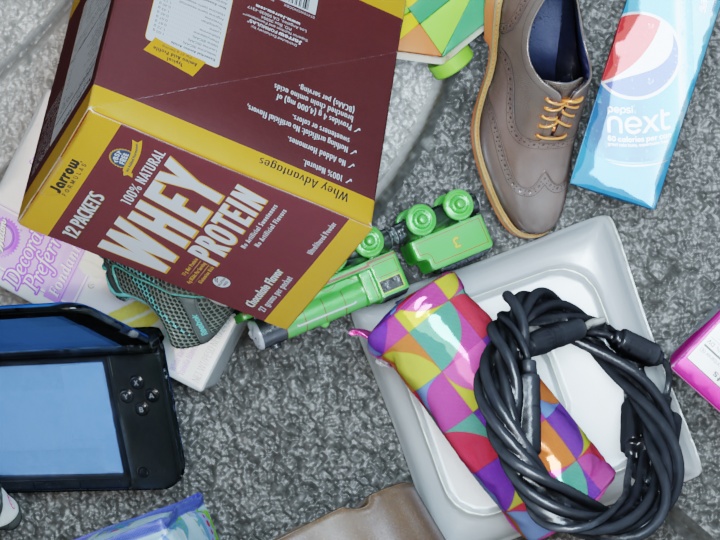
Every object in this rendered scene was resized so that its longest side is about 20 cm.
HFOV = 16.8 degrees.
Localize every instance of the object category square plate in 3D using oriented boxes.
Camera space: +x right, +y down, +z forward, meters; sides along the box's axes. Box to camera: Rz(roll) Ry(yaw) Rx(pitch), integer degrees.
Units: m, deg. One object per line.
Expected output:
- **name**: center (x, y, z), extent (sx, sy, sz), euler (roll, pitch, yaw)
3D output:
- **square plate**: center (0.116, 0.085, 1.727), extent (0.200, 0.028, 0.198), euler (-20, 89, 8)

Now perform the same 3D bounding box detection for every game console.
- **game console**: center (-0.243, 0.091, 1.693), extent (0.200, 0.118, 0.171), euler (-3, 106, 21)

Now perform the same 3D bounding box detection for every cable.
- **cable**: center (0.146, 0.094, 1.618), extent (0.163, 0.200, 0.051), euler (39, 130, -16)

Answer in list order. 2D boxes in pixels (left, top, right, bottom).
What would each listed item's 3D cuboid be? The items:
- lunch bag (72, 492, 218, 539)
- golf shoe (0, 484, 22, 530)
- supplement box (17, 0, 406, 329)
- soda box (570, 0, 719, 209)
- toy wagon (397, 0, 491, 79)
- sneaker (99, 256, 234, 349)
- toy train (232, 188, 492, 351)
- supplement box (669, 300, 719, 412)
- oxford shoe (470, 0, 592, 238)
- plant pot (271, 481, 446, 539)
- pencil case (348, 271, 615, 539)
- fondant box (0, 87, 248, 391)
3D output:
- **lunch bag**: center (-0.179, 0.272, 1.719), extent (0.200, 0.127, 0.170), euler (-22, 89, 12)
- **golf shoe**: center (-0.332, 0.213, 1.763), extent (0.200, 0.073, 0.092), euler (-37, 129, 24)
- **supplement box**: center (-0.094, -0.105, 1.593), extent (0.197, 0.133, 0.200), euler (22, 51, -16)
- **soda box**: center (0.205, -0.146, 1.689), extent (0.064, 0.068, 0.200), euler (17, 94, 6)
- **toy wagon**: center (0.067, -0.237, 1.690), extent (0.200, 0.040, 0.155), euler (-39, 108, -7)
- **sneaker**: center (-0.158, -0.023, 1.674), extent (0.200, 0.078, 0.091), euler (45, 125, 22)
- **toy train**: center (0.000, 0.000, 1.704), extent (0.200, 0.042, 0.056), euler (-23, 90, -14)
- **supplement box**: center (0.312, 0.022, 1.663), extent (0.103, 0.101, 0.200), euler (44, 97, 3)
- **oxford shoe**: center (0.121, -0.113, 1.678), extent (0.071, 0.073, 0.200), euler (-11, 110, -20)
- **plant pot**: center (0.013, 0.264, 1.671), extent (0.200, 0.200, 0.198), euler (-27, 81, 7)
- **pencil case**: center (0.087, 0.093, 1.673), extent (0.088, 0.088, 0.200), euler (-40, 87, 7)
- **fondant box**: center (-0.163, -0.022, 1.745), extent (0.200, 0.058, 0.144), euler (28, 95, 7)
